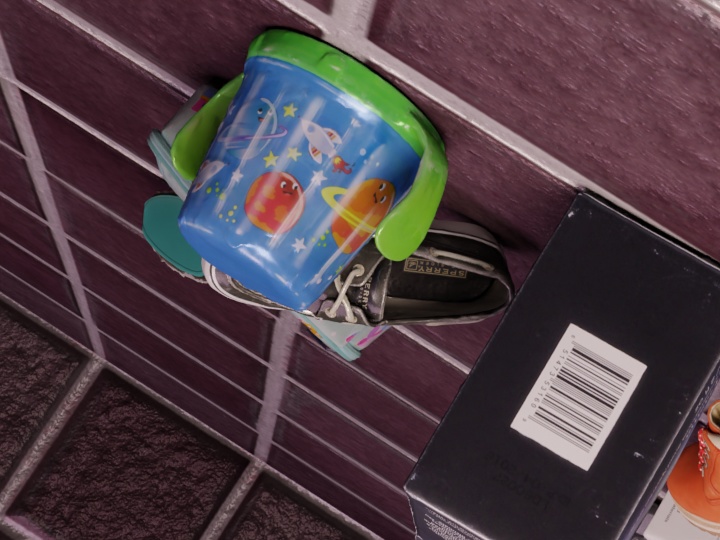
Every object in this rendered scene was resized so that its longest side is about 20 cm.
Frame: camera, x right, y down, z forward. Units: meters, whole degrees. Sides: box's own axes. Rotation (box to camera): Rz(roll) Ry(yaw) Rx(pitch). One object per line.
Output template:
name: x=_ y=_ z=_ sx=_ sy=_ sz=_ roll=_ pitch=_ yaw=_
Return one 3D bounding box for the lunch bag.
lunch bag: x=-0.056 y=-0.032 z=1.381 sx=0.160 sy=0.077 sz=0.200 roll=44 pitch=178 yaw=46

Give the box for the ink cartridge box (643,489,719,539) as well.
ink cartridge box: x=0.327 y=0.222 z=1.443 sx=0.200 sy=0.084 sz=0.145 roll=24 pitch=166 yaw=35

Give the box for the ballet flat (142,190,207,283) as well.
ballet flat: x=-0.101 y=-0.015 z=1.665 sx=0.200 sy=0.072 sz=0.072 roll=23 pitch=164 yaw=40

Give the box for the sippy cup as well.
sippy cup: x=-0.039 y=-0.053 z=1.193 sx=0.139 sy=0.131 sz=0.178 roll=36 pitch=168 yaw=-11

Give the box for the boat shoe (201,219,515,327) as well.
boat shoe: x=0.000 y=0.000 z=1.263 sx=0.199 sy=0.071 sz=0.064 roll=0 pitch=-153 yaw=-10

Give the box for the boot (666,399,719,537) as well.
boot: x=0.248 y=0.117 z=1.285 sx=0.107 sy=0.075 sz=0.200 roll=40 pitch=158 yaw=-17

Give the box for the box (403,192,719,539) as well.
box: x=0.127 y=0.091 z=1.170 sx=0.123 sy=0.200 sz=0.198 roll=30 pitch=168 yaw=10

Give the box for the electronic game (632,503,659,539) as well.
electronic game: x=0.264 y=0.249 z=1.807 sx=0.199 sy=0.042 sz=0.200 roll=25 pitch=161 yaw=9
